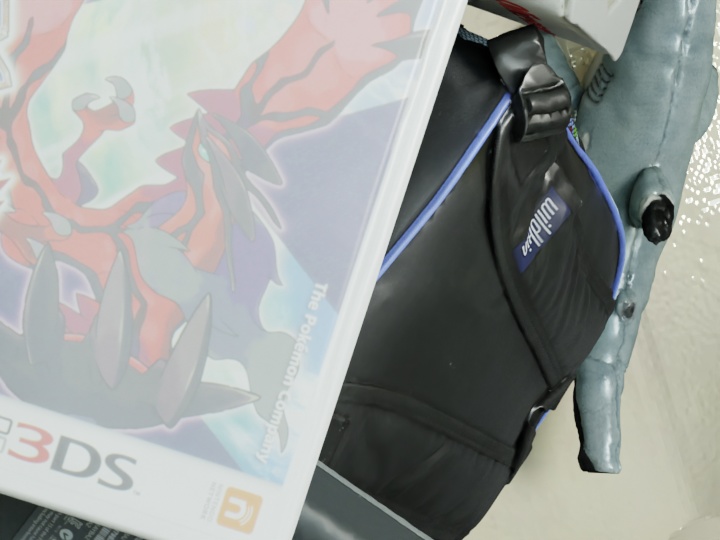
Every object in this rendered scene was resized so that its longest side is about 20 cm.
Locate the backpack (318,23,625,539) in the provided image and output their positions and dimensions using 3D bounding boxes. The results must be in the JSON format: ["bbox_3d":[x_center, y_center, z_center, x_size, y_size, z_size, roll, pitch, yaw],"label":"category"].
[{"bbox_3d":[0.000,0.000,0.906,0.147,0.200,0.183,35,87,29],"label":"backpack"}]

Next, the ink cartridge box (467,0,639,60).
[{"bbox_3d":[0.002,-0.146,0.840,0.199,0.145,0.085,22,94,11],"label":"ink cartridge box"}]

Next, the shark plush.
[{"bbox_3d":[0.097,-0.025,0.996,0.091,0.083,0.201,23,79,-18],"label":"shark plush"}]

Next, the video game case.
[{"bbox_3d":[-0.079,-0.032,0.734,0.181,0.023,0.201,18,88,-9],"label":"video game case"}]

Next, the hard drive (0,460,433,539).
[{"bbox_3d":[-0.043,0.118,0.803,0.200,0.033,0.140,35,120,-8],"label":"hard drive"}]
